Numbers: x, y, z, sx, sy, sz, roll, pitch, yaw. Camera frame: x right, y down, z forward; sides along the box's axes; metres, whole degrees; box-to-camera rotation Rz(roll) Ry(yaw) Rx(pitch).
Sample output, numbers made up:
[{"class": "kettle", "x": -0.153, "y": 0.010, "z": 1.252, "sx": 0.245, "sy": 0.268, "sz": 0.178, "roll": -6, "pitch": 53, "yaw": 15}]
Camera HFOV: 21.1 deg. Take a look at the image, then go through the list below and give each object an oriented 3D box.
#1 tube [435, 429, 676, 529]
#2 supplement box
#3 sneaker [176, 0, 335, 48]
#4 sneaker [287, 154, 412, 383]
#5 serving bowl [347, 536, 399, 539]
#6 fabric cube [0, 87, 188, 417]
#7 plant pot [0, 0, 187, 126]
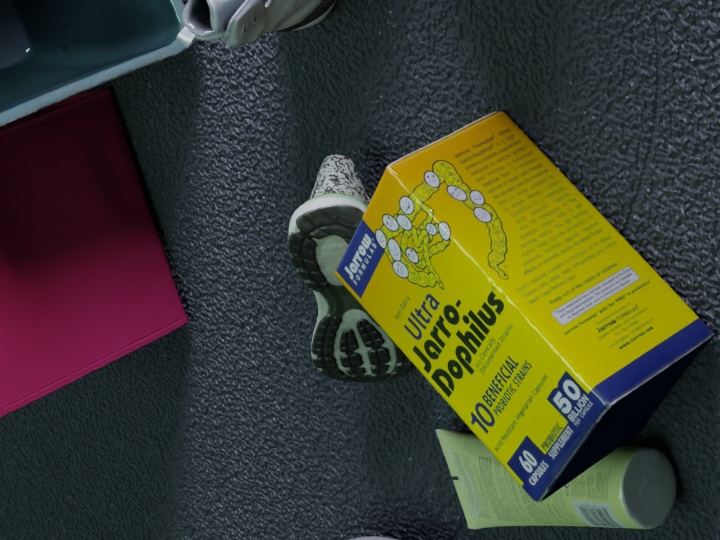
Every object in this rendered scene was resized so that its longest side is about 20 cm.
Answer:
[{"class": "tube", "x": 0.124, "y": 0.141, "z": 1.290, "sx": 0.199, "sy": 0.052, "sz": 0.059, "roll": -7, "pitch": 65, "yaw": 53}, {"class": "supplement box", "x": 0.097, "y": 0.020, "z": 1.195, "sx": 0.200, "sy": 0.109, "sz": 0.109, "roll": 48, "pitch": 139, "yaw": 18}, {"class": "sneaker", "x": -0.044, "y": -0.207, "z": 1.217, "sx": 0.075, "sy": 0.114, "sz": 0.200, "roll": 54, "pitch": 141, "yaw": 9}, {"class": "sneaker", "x": 0.000, "y": 0.000, "z": 1.339, "sx": 0.076, "sy": 0.089, "sz": 0.201, "roll": 0, "pitch": 138, "yaw": 8}, {"class": "serving bowl", "x": 0.042, "y": 0.284, "z": 1.445, "sx": 0.199, "sy": 0.066, "sz": 0.202, "roll": 26, "pitch": 128, "yaw": 37}, {"class": "fabric cube", "x": -0.292, "y": -0.012, "z": 1.545, "sx": 0.199, "sy": 0.195, "sz": 0.201, "roll": -5, "pitch": 108, "yaw": 50}, {"class": "plant pot", "x": -0.275, "y": -0.208, "z": 1.428, "sx": 0.199, "sy": 0.195, "sz": 0.198, "roll": -9, "pitch": 105, "yaw": 61}]
